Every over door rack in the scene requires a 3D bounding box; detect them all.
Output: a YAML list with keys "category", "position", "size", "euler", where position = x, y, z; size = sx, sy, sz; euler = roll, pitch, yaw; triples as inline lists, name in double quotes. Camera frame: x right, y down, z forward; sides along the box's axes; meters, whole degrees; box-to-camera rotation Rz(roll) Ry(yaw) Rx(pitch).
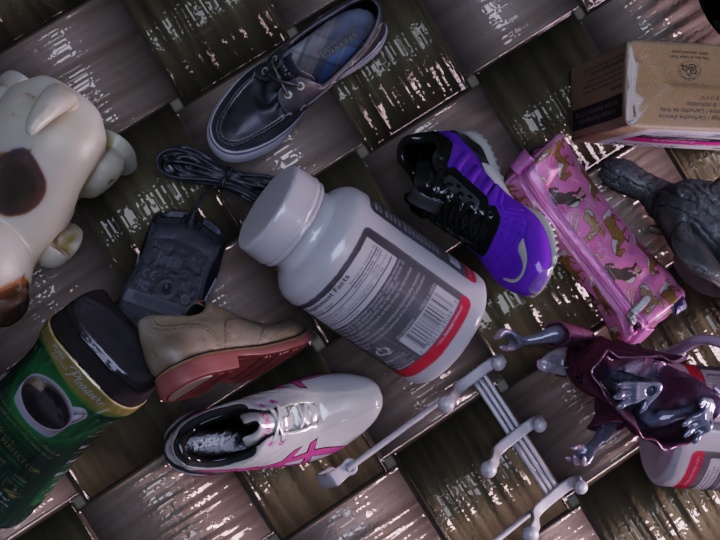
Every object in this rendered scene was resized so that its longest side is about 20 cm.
- category: "over door rack"
  position: [0.085, 0.189, 1.185]
  size: [0.199, 0.067, 0.148]
  euler: [-33, 91, -8]

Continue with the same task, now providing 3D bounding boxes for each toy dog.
- category: "toy dog"
  position: [-0.281, -0.048, 1.098]
  size: [0.139, 0.194, 0.201]
  euler: [34, 77, -17]

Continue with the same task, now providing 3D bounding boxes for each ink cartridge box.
- category: "ink cartridge box"
  position: [0.303, -0.151, 1.190]
  size: [0.198, 0.165, 0.076]
  euler: [1, 89, -7]

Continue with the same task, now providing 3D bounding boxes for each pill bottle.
- category: "pill bottle"
  position: [0.361, 0.146, 1.210]
  size: [0.198, 0.111, 0.112]
  euler: [6, 86, -7]
- category: "pill bottle"
  position: [0.000, 0.000, 1.141]
  size: [0.199, 0.111, 0.111]
  euler: [35, 83, -19]

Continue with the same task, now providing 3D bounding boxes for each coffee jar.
- category: "coffee jar"
  position: [-0.255, 0.113, 1.111]
  size: [0.200, 0.085, 0.104]
  euler: [-43, 89, 13]

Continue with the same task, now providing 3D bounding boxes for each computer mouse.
- category: "computer mouse"
  position: [-0.133, -0.002, 1.186]
  size: [0.139, 0.046, 0.202]
  euler: [13, 74, -3]

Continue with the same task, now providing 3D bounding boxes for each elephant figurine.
- category: "elephant figurine"
  position: [0.321, -0.028, 1.190]
  size: [0.199, 0.155, 0.142]
  euler: [36, 48, -17]

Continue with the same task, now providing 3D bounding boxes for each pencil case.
- category: "pencil case"
  position: [0.205, -0.027, 1.209]
  size: [0.083, 0.087, 0.201]
  euler: [-38, 90, -18]

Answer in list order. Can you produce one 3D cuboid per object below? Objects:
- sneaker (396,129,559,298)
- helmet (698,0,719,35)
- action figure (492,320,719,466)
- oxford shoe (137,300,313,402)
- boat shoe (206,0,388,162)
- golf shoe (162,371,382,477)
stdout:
- category: "sneaker"
  position: [0.087, -0.051, 1.148]
  size: [0.099, 0.201, 0.070]
  euler: [6, 126, -34]
- category: "helmet"
  position: [0.395, -0.285, 1.199]
  size: [0.198, 0.190, 0.202]
  euler: [-2, 87, 28]
- category: "action figure"
  position: [0.214, 0.079, 1.151]
  size: [0.148, 0.200, 0.135]
  euler: [-33, 106, -9]
- category: "oxford shoe"
  position: [-0.108, 0.053, 1.124]
  size: [0.070, 0.200, 0.075]
  euler: [-34, 78, 25]
- category: "boat shoe"
  position: [-0.054, -0.174, 1.186]
  size: [0.199, 0.066, 0.070]
  euler: [-36, 81, -11]
- category: "golf shoe"
  position: [-0.072, 0.138, 1.162]
  size: [0.198, 0.092, 0.073]
  euler: [-16, 88, -10]
